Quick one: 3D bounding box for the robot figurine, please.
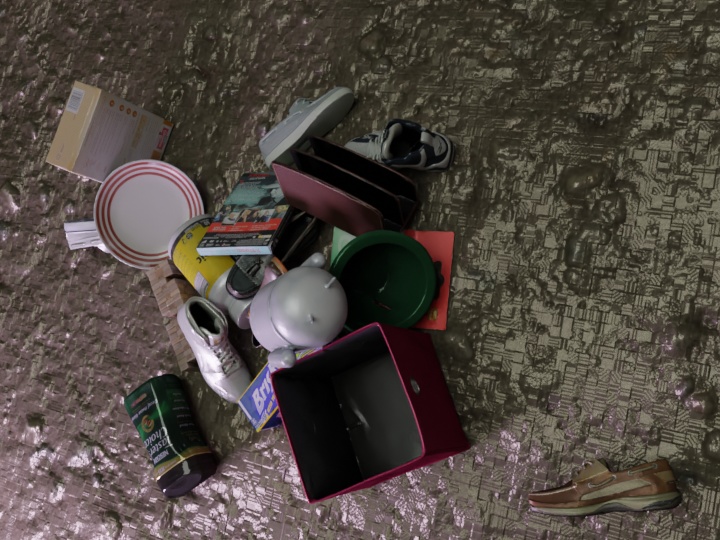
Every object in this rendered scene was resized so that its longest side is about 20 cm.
[{"bbox_3d":[-0.089,0.059,1.152,0.200,0.112,0.171,-26,47,62],"label":"robot figurine"}]

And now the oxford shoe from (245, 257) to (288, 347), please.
[{"bbox_3d":[-0.144,0.060,1.303,0.072,0.201,0.071,-27,56,-26],"label":"oxford shoe"}]

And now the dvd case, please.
[{"bbox_3d":[-0.176,-0.101,1.373,0.145,0.022,0.201,-1,45,25],"label":"dvd case"}]

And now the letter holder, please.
[{"bbox_3d":[-0.023,-0.136,1.257,0.199,0.142,0.101,27,74,18],"label":"letter holder"}]

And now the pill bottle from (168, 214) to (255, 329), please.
[{"bbox_3d":[-0.236,0.005,1.403,0.200,0.111,0.112,45,102,23],"label":"pill bottle"}]

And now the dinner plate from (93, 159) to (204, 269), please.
[{"bbox_3d":[-0.388,-0.103,1.492,0.198,0.024,0.203,-1,98,-9],"label":"dinner plate"}]

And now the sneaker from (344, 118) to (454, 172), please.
[{"bbox_3d":[0.039,-0.199,1.288,0.197,0.129,0.080,9,84,26],"label":"sneaker"}]

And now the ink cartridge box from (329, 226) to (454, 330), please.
[{"bbox_3d":[0.044,0.009,1.301,0.198,0.050,0.163,3,84,28],"label":"ink cartridge box"}]

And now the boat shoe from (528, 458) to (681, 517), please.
[{"bbox_3d":[0.330,0.295,1.108,0.198,0.076,0.075,-10,73,16],"label":"boat shoe"}]

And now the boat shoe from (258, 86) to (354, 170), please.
[{"bbox_3d":[-0.100,-0.259,1.399,0.200,0.070,0.072,-39,71,19],"label":"boat shoe"}]

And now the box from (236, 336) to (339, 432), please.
[{"bbox_3d":[-0.115,0.171,1.326,0.070,0.064,0.200,48,114,24],"label":"box"}]

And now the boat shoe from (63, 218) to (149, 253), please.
[{"bbox_3d":[-0.482,-0.067,1.564,0.198,0.073,0.066,2,103,26],"label":"boat shoe"}]

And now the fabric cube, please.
[{"bbox_3d":[0.019,0.209,1.198,0.199,0.199,0.198,-27,71,20],"label":"fabric cube"}]

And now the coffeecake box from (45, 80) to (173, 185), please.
[{"bbox_3d":[-0.457,-0.238,1.497,0.073,0.200,0.155,21,91,27],"label":"coffeecake box"}]

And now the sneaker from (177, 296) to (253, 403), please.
[{"bbox_3d":[-0.240,0.135,1.356,0.073,0.116,0.201,-35,90,-21],"label":"sneaker"}]

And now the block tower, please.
[{"bbox_3d":[-0.321,0.081,1.464,0.058,0.054,0.202,-29,71,20],"label":"block tower"}]

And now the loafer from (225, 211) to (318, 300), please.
[{"bbox_3d":[-0.145,-0.034,1.335,0.072,0.063,0.200,42,65,7],"label":"loafer"}]

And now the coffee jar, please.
[{"bbox_3d":[-0.332,0.291,1.420,0.104,0.085,0.201,-37,69,17],"label":"coffee jar"}]

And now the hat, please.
[{"bbox_3d":[0.000,0.000,1.285,0.176,0.198,0.167,-136,58,-69],"label":"hat"}]
